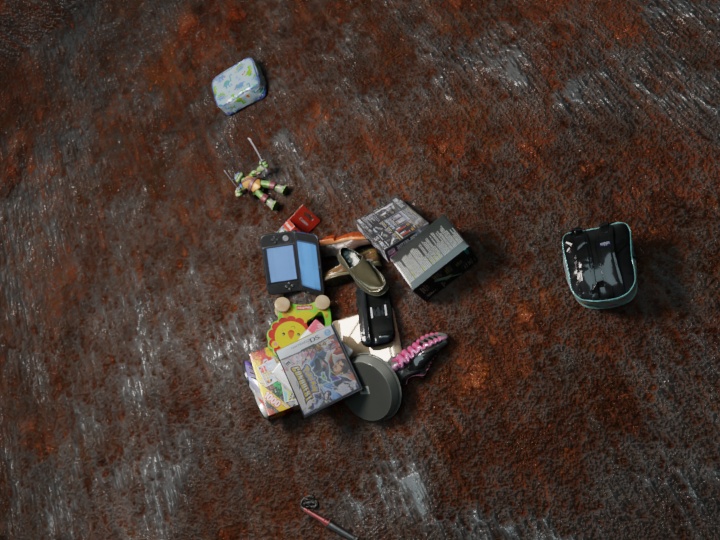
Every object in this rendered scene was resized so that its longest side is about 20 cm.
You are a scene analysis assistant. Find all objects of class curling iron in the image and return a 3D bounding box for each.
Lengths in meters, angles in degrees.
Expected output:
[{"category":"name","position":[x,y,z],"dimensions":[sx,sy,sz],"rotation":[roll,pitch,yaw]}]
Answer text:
[{"category":"curling iron","position":[-0.091,0.700,1.574],"dimensions":[0.199,0.026,0.050],"rotation":[28,89,26]}]

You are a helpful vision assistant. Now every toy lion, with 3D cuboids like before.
[{"category":"toy lion","position":[-0.185,0.179,1.696],"dimensions":[0.198,0.069,0.193],"rotation":[-3,68,-11]}]

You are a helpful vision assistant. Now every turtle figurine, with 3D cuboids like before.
[{"category":"turtle figurine","position":[-0.355,-0.301,1.903],"dimensions":[0.193,0.201,0.144],"rotation":[29,46,7]}]

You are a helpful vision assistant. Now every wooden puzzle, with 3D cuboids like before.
[{"category":"wooden puzzle","position":[0.021,0.218,1.673],"dimensions":[0.198,0.037,0.187],"rotation":[-16,69,12]}]

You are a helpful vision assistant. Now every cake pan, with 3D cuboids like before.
[{"category":"cake pan","position":[0.022,0.335,1.581],"dimensions":[0.199,0.037,0.202],"rotation":[9,106,33]}]

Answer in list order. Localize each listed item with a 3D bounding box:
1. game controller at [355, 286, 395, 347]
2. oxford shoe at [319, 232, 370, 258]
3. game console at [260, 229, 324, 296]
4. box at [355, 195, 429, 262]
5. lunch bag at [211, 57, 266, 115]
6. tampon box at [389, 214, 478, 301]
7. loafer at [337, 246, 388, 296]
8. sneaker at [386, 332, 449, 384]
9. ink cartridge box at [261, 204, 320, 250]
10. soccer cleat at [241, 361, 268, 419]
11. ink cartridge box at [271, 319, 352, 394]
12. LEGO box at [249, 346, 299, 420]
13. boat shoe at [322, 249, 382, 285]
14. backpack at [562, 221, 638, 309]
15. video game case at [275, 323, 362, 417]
[{"category":"game controller","position":[0.043,0.127,1.659],"dimensions":[0.103,0.042,0.202],"rotation":[-7,63,1]},{"category":"oxford shoe","position":[-0.040,-0.078,1.779],"dimensions":[0.198,0.071,0.074],"rotation":[-6,104,13]},{"category":"game console","position":[-0.212,-0.014,1.735],"dimensions":[0.169,0.118,0.202],"rotation":[-9,107,-12]},{"category":"box","position":[0.096,-0.129,1.675],"dimensions":[0.157,0.050,0.200],"rotation":[-32,40,-8]},{"category":"lunch bag","position":[-0.458,-0.699,2.115],"dimensions":[0.199,0.082,0.162],"rotation":[-26,67,13]},{"category":"tampon box","position":[0.212,-0.032,1.604],"dimensions":[0.200,0.150,0.127],"rotation":[-38,65,7]},{"category":"loafer","position":[0.000,0.000,1.658],"dimensions":[0.200,0.070,0.075],"rotation":[40,83,20]},{"category":"sneaker","position":[0.173,0.253,1.588],"dimensions":[0.199,0.079,0.096],"rotation":[-31,100,-1]},{"category":"ink cartridge box","position":[-0.215,-0.104,1.817],"dimensions":[0.200,0.109,0.050],"rotation":[-47,48,3]},{"category":"soccer cleat","position":[-0.310,0.363,1.751],"dimensions":[0.073,0.068,0.201],"rotation":[-28,64,-9]},{"category":"ink cartridge box","position":[-0.139,0.266,1.607],"dimensions":[0.145,0.085,0.200],"rotation":[40,77,4]},{"category":"LEGO box","position":[-0.235,0.328,1.690],"dimensions":[0.148,0.077,0.201],"rotation":[-19,66,-10]},{"category":"boat shoe","position":[-0.031,-0.009,1.745],"dimensions":[0.198,0.072,0.069],"rotation":[-16,67,5]},{"category":"backpack","position":[0.615,-0.001,1.429],"dimensions":[0.174,0.153,0.202],"rotation":[-10,61,21]},{"category":"video game case","position":[-0.115,0.276,1.552],"dimensions":[0.180,0.026,0.201],"rotation":[-24,83,-9]}]
